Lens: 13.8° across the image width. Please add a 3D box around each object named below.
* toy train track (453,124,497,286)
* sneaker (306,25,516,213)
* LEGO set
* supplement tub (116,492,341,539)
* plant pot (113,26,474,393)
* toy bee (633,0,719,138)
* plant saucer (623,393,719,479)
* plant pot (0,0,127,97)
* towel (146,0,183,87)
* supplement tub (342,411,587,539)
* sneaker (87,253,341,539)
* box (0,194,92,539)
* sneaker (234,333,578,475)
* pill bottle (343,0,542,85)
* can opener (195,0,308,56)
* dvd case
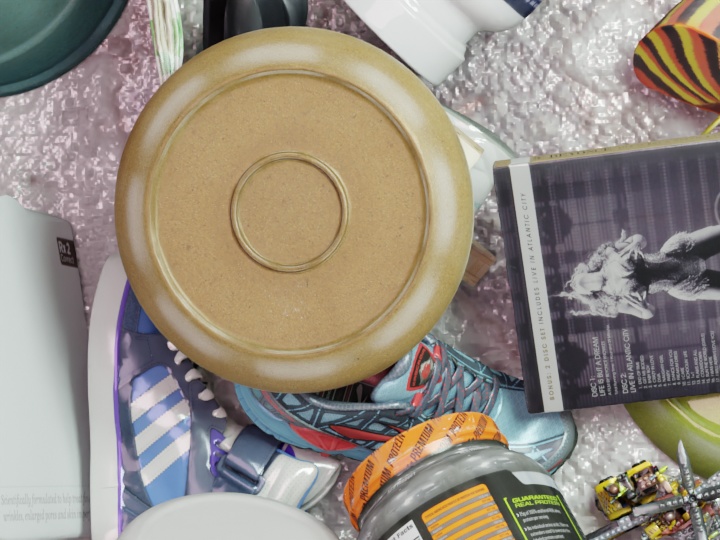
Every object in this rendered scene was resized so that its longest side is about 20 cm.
[{"bbox_3d":[0.000,0.000,1.707,0.115,0.033,0.200,39,115,-2],"label":"toy train track"},{"bbox_3d":[-0.011,-0.088,1.730,0.200,0.070,0.081,33,97,14],"label":"sneaker"},{"bbox_3d":[0.167,0.203,1.636,0.153,0.116,0.201,-18,81,13],"label":"LEGO set"},{"bbox_3d":[-0.078,0.239,1.653,0.140,0.140,0.201,15,120,15],"label":"supplement tub"},{"bbox_3d":[-0.038,-0.032,1.613,0.199,0.027,0.201,0,94,4],"label":"plant pot"},{"bbox_3d":[0.249,-0.111,1.642,0.199,0.109,0.131,15,49,8],"label":"toy bee"},{"bbox_3d":[0.232,0.025,1.678,0.199,0.031,0.201,-1,86,15],"label":"plant saucer"},{"bbox_3d":[-0.251,-0.214,1.736,0.199,0.196,0.202,-1,85,14],"label":"plant pot"},{"bbox_3d":[-0.110,-0.137,1.720,0.023,0.153,0.201,-10,83,-3],"label":"towel"},{"bbox_3d":[0.074,0.183,1.584,0.122,0.122,0.201,-33,61,10],"label":"supplement tub"},{"bbox_3d":[-0.082,0.090,1.737,0.145,0.081,0.201,-1,82,6],"label":"sneaker"},{"bbox_3d":[-0.245,0.067,1.712,0.130,0.199,0.201,-11,83,14],"label":"box"},{"bbox_3d":[0.029,0.075,1.670,0.199,0.096,0.080,12,67,-5],"label":"sneaker"},{"bbox_3d":[0.078,-0.209,1.691,0.116,0.116,0.200,45,97,13],"label":"pill bottle"},{"bbox_3d":[-0.066,-0.093,1.697,0.063,0.079,0.201,17,126,21],"label":"can opener"},{"bbox_3d":[0.180,-0.001,1.627,0.199,0.016,0.150,-7,111,7],"label":"dvd case"}]
